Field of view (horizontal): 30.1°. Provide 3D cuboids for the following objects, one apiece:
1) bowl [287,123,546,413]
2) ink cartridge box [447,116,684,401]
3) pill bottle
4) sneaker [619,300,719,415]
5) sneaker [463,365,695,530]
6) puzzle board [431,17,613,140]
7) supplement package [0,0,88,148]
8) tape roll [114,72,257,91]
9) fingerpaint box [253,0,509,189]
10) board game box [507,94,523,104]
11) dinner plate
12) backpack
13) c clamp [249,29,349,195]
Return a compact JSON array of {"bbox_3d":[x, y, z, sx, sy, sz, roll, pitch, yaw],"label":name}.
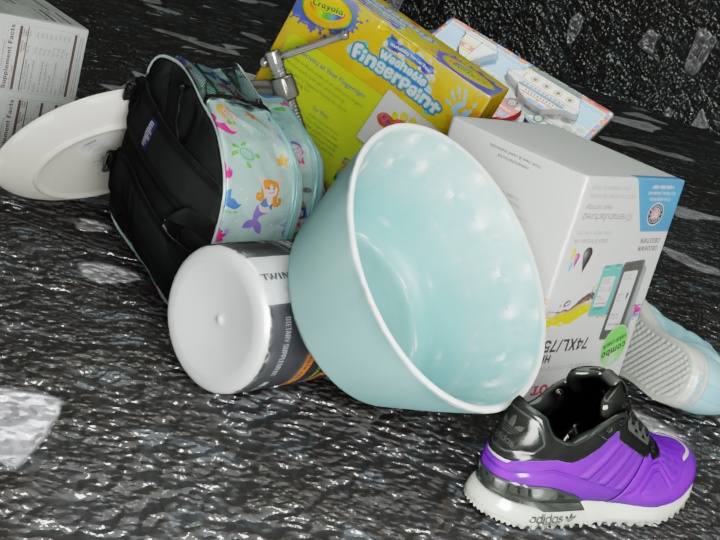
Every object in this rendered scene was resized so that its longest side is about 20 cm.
[{"bbox_3d":[0.027,0.012,0.917,0.105,0.203,0.200,-25,-13,39],"label":"bowl"},{"bbox_3d":[0.143,-0.006,1.107,0.146,0.202,0.146,-3,25,-46],"label":"ink cartridge box"},{"bbox_3d":[-0.039,0.028,1.002,0.106,0.107,0.199,26,20,36],"label":"pill bottle"},{"bbox_3d":[0.270,0.078,1.199,0.081,0.074,0.200,24,16,-23],"label":"sneaker"},{"bbox_3d":[0.166,0.114,0.902,0.199,0.100,0.069,1,23,-38],"label":"sneaker"},{"bbox_3d":[0.124,-0.162,1.293,0.199,0.017,0.151,35,58,19],"label":"puzzle board"},{"bbox_3d":[-0.381,-0.207,1.402,0.110,0.157,0.200,5,19,-33],"label":"supplement package"},{"bbox_3d":[-0.177,-0.165,1.463,0.201,0.037,0.203,-5,-14,-1],"label":"tape roll"},{"bbox_3d":[0.008,-0.151,1.232,0.199,0.168,0.073,36,23,10],"label":"fingerpaint box"},{"bbox_3d":[0.124,-0.094,1.387,0.158,0.202,0.097,17,16,7],"label":"board game box"},{"bbox_3d":[-0.236,-0.107,1.227,0.199,0.200,0.024,-3,65,-47],"label":"dinner plate"},{"bbox_3d":[-0.119,-0.064,1.117,0.149,0.179,0.200,9,29,-29],"label":"backpack"},{"bbox_3d":[-0.070,-0.101,1.208,0.169,0.202,0.027,-8,18,18],"label":"c clamp"}]
